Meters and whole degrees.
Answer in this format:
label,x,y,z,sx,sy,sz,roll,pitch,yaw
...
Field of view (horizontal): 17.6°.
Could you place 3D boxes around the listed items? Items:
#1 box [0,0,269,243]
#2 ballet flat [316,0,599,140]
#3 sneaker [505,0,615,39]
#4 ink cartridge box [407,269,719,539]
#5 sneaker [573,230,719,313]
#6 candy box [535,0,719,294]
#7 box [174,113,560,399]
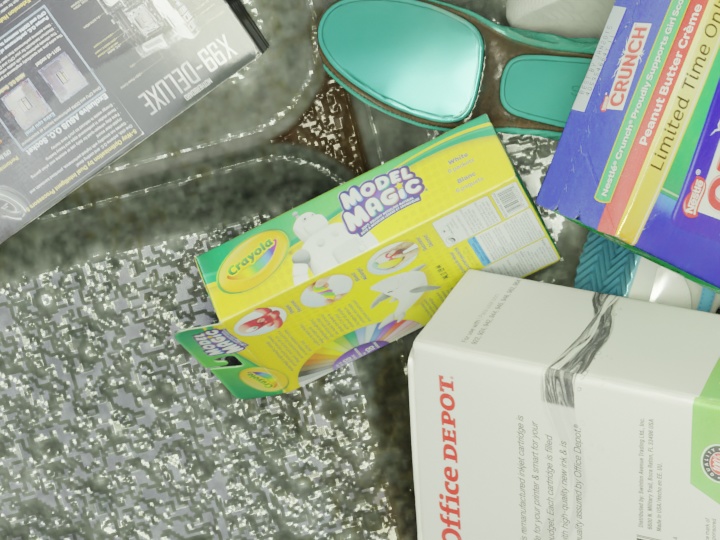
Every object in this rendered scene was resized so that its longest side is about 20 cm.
label,x,y,z,sx,sy,sz,roll,pitch,yaw
box,-0.174,-0.127,1.266,0.199,0.050,0.158,-36,97,8
ballet flat,0.074,-0.101,1.247,0.199,0.070,0.068,14,91,15
sneaker,0.168,-0.184,1.241,0.199,0.075,0.089,-19,65,19
ink cartridge box,0.133,0.094,1.213,0.199,0.084,0.146,11,125,22
sneaker,0.187,-0.051,1.260,0.080,0.076,0.201,21,95,-26
candy box,0.206,-0.070,1.177,0.199,0.077,0.170,23,90,-34
box,0.000,0.000,1.248,0.199,0.117,0.049,-27,62,5
